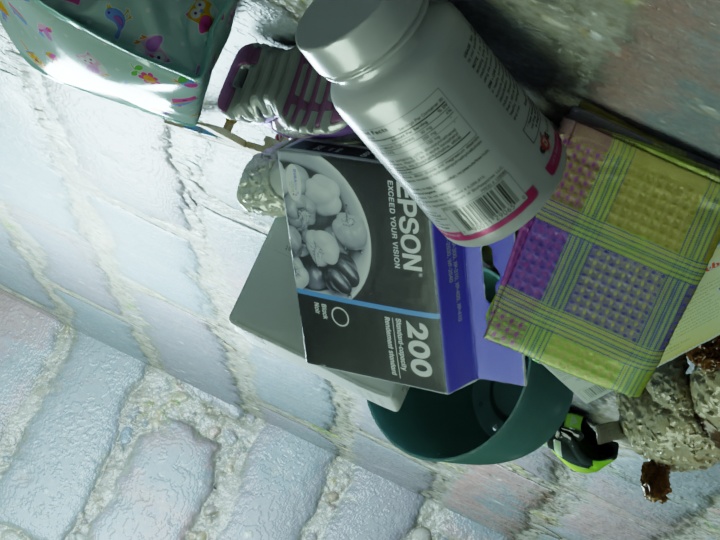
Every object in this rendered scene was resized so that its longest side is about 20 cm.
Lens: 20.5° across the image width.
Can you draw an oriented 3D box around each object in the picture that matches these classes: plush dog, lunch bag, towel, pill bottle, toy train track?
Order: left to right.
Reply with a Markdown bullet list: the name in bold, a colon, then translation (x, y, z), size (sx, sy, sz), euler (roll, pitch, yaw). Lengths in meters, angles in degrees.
- **lunch bag**: translation (-0.205, -0.211, 1.603), size (0.198, 0.123, 0.170), euler (21, 168, -2)
- **toy train track**: translation (-0.127, -0.138, 1.939), size (0.114, 0.033, 0.199), euler (28, 175, -38)
- **pill bottle**: translation (0.050, -0.122, 1.426), size (0.200, 0.114, 0.113), euler (48, 158, -28)
- **towel**: translation (0.188, -0.013, 1.506), size (0.142, 0.202, 0.023), euler (22, -158, 4)
- **plush dog**: translation (0.328, 0.121, 1.850), size (0.199, 0.162, 0.171), euler (31, 143, -21)

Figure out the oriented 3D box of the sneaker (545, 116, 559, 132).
- **sneaker**: translation (0.123, -0.089, 1.593), size (0.087, 0.075, 0.199), euler (48, 158, -16)

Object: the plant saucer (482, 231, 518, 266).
- **plant saucer**: translation (0.180, -0.015, 1.634), size (0.198, 0.031, 0.200), euler (4, 178, 0)

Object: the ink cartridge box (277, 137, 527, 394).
- **ink cartridge box**: translation (0.034, -0.001, 1.609), size (0.198, 0.043, 0.200), euler (9, 119, 31)

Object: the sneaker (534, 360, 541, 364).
- **sneaker**: translation (0.177, 0.044, 1.727), size (0.077, 0.086, 0.200), euler (4, -173, 0)

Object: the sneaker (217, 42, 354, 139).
- **sneaker**: translation (-0.035, -0.142, 1.656), size (0.088, 0.081, 0.200), euler (26, 174, -32)

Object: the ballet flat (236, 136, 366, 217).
- **ballet flat**: translation (-0.015, -0.089, 1.698), size (0.198, 0.073, 0.072), euler (-7, 159, 9)

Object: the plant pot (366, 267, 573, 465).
- **plant pot**: translation (0.128, 0.107, 2.047), size (0.199, 0.203, 0.160), euler (16, 177, 37)

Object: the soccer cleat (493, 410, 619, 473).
- **soccer cleat**: translation (0.228, 0.184, 2.435), size (0.199, 0.068, 0.081), euler (30, 149, -19)

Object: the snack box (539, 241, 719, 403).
- **snack box**: translation (0.234, 0.026, 1.576), size (0.199, 0.037, 0.116), euler (-29, 141, 18)

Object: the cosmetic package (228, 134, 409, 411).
- **cosmetic package**: translation (0.000, 0.000, 1.803), size (0.164, 0.202, 0.165), euler (24, 174, 7)
